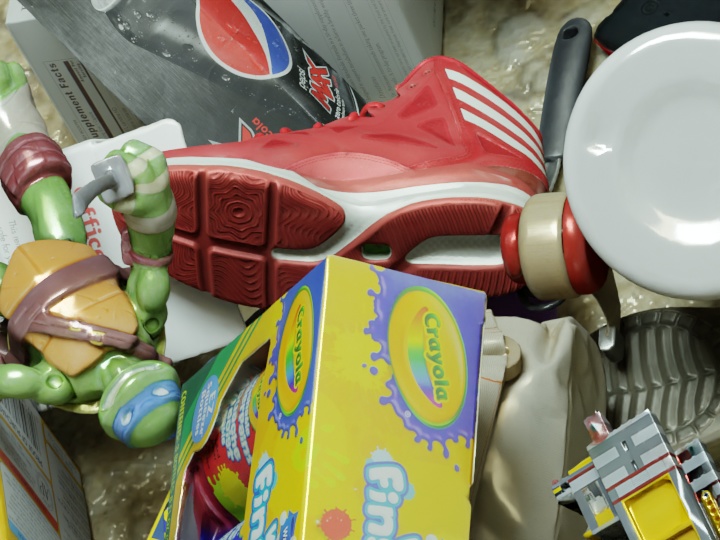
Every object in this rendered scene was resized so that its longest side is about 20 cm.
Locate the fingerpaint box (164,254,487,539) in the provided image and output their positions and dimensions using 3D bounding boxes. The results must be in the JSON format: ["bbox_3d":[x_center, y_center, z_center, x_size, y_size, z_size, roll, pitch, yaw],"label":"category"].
[{"bbox_3d":[-0.023,0.118,1.115,0.073,0.167,0.201,14,66,-20],"label":"fingerpaint box"}]

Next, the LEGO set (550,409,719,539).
[{"bbox_3d":[0.108,0.133,1.130,0.154,0.200,0.116,-37,60,24],"label":"LEGO set"}]

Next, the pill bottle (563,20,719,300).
[{"bbox_3d":[0.162,-0.050,1.245,0.114,0.200,0.115,1,93,16],"label":"pill bottle"}]

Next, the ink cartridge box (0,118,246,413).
[{"bbox_3d":[-0.155,0.008,1.382,0.199,0.068,0.116,-18,91,12],"label":"ink cartridge box"}]

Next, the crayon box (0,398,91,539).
[{"bbox_3d":[-0.157,0.143,1.282,0.051,0.126,0.200,-21,50,6],"label":"crayon box"}]

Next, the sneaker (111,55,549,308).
[{"bbox_3d":[-0.010,-0.044,1.329,0.199,0.079,0.116,8,39,3],"label":"sneaker"}]

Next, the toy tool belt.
[{"bbox_3d":[0.039,0.061,1.224,0.122,0.125,0.201,-3,67,21],"label":"toy tool belt"}]

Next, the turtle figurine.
[{"bbox_3d":[-0.155,-0.014,1.230,0.194,0.199,0.144,48,120,40],"label":"turtle figurine"}]

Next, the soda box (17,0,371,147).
[{"bbox_3d":[-0.076,-0.102,1.385,0.071,0.200,0.063,-42,10,25],"label":"soda box"}]

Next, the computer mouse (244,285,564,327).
[{"bbox_3d":[0.000,0.000,1.365,0.200,0.046,0.141,-28,38,13],"label":"computer mouse"}]

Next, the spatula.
[{"bbox_3d":[0.086,-0.044,1.396,0.056,0.021,0.201,-7,50,31],"label":"spatula"}]

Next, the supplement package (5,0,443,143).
[{"bbox_3d":[-0.067,-0.149,1.478,0.199,0.110,0.114,-9,51,15],"label":"supplement package"}]

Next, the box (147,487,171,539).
[{"bbox_3d":[-0.071,0.173,1.221,0.064,0.070,0.200,9,59,26],"label":"box"}]

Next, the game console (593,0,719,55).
[{"bbox_3d":[0.236,-0.152,1.413,0.177,0.031,0.200,30,69,36],"label":"game console"}]

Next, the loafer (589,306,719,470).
[{"bbox_3d":[0.174,0.053,1.261,0.199,0.068,0.076,-14,57,32],"label":"loafer"}]
